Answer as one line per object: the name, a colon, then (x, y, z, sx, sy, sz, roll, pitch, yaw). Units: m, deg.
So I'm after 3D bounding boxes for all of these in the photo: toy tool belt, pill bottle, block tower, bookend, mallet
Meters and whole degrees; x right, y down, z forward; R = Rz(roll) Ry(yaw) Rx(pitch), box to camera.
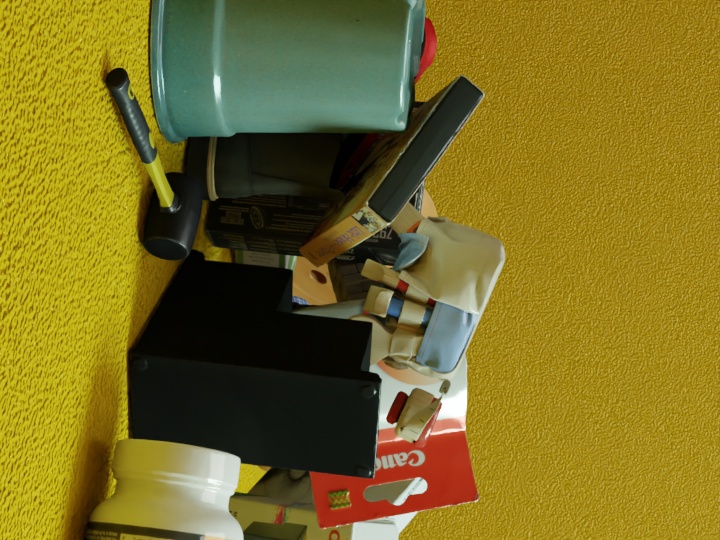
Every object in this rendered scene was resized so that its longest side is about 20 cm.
toy tool belt: (0.040, 0.041, 1.231, 0.125, 0.123, 0.200, 69, 44, -82)
pill bottle: (-0.148, 0.230, 1.019, 0.116, 0.116, 0.201, 73, 24, -76)
block tower: (0.000, 0.000, 1.378, 0.058, 0.054, 0.201, 111, -34, -68)
bookend: (-0.073, 0.073, 1.183, 0.200, 0.198, 0.092, -75, 170, -63)
mallet: (-0.153, -0.089, 1.038, 0.200, 0.041, 0.066, 82, 14, -53)

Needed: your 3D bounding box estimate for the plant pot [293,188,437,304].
plant pot: (-0.024, -0.042, 1.704, 0.140, 0.200, 0.200, -59, 162, -31)

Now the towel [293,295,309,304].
towel: (-0.083, 0.096, 1.492, 0.200, 0.024, 0.145, 27, 63, -77)

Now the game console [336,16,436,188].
game console: (-0.029, -0.191, 1.281, 0.031, 0.177, 0.200, -3, 137, -51)

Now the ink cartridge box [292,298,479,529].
ink cartridge box: (0.022, 0.125, 1.290, 0.050, 0.162, 0.201, 128, -47, -72)

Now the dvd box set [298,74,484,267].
dvd box set: (0.022, -0.081, 1.207, 0.146, 0.029, 0.200, -54, -171, -18)

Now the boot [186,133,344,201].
boot: (-0.071, -0.144, 1.265, 0.078, 0.138, 0.201, 84, 12, -63)

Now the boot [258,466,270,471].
boot: (-0.120, 0.154, 1.522, 0.144, 0.071, 0.202, -54, 146, -68)

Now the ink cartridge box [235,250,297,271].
ink cartridge box: (-0.096, -0.058, 1.483, 0.200, 0.059, 0.104, 95, 4, -58)

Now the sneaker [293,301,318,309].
sneaker: (-0.022, 0.104, 1.460, 0.200, 0.114, 0.076, 78, 17, -50)

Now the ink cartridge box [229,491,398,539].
ink cartridge box: (-0.074, 0.300, 1.362, 0.087, 0.200, 0.146, 18, 78, -57)

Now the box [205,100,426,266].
box: (-0.037, -0.093, 1.351, 0.044, 0.199, 0.161, 79, 17, -68)

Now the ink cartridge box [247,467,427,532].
ink cartridge box: (-0.041, 0.255, 1.480, 0.200, 0.199, 0.041, -48, 124, -17)

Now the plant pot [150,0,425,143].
plant pot: (-0.051, -0.195, 1.133, 0.200, 0.195, 0.201, 6, 90, -84)
